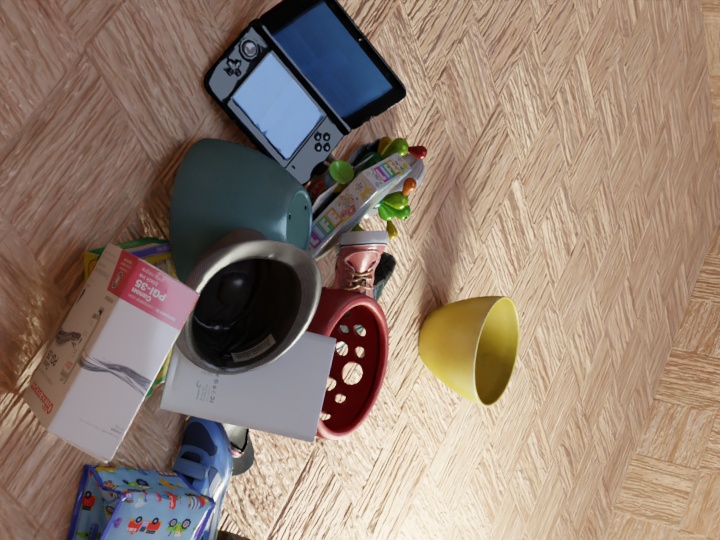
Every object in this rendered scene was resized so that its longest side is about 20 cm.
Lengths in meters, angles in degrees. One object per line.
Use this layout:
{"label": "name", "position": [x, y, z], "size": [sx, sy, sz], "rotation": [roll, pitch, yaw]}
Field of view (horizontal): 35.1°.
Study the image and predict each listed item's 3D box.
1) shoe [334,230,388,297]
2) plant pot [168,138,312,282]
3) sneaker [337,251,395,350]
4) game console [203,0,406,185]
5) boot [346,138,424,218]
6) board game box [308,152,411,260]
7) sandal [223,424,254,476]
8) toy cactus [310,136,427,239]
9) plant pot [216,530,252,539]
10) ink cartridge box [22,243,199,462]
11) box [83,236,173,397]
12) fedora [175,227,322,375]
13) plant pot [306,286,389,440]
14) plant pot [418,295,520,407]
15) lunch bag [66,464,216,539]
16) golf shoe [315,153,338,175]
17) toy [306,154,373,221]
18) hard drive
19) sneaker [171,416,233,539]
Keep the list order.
{"label": "shoe", "position": [0.000, 0.000, 1.611], "size": [0.200, 0.070, 0.093], "rotation": [138, -50, -79]}
{"label": "plant pot", "position": [-0.137, -0.062, 1.437], "size": [0.200, 0.132, 0.204], "rotation": [5, 90, -72]}
{"label": "sneaker", "position": [-0.011, 0.048, 1.806], "size": [0.200, 0.075, 0.080], "rotation": [-48, 149, -31]}
{"label": "game console", "position": [-0.071, -0.235, 1.466], "size": [0.200, 0.118, 0.173], "rotation": [47, 68, -24]}
{"label": "boot", "position": [0.041, -0.166, 1.807], "size": [0.200, 0.073, 0.097], "rotation": [-42, 140, -45]}
{"label": "board game box", "position": [-0.025, -0.076, 1.595], "size": [0.200, 0.034, 0.134], "rotation": [-43, 177, 28]}
{"label": "sandal", "position": [-0.185, 0.216, 1.568], "size": [0.075, 0.044, 0.202], "rotation": [-54, 141, -37]}
{"label": "toy cactus", "position": [0.003, -0.126, 1.686], "size": [0.103, 0.163, 0.201], "rotation": [-76, -170, -48]}
{"label": "plant pot", "position": [-0.162, 0.452, 1.565], "size": [0.174, 0.198, 0.202], "rotation": [50, 55, -34]}
{"label": "ink cartridge box", "position": [-0.272, 0.085, 1.228], "size": [0.082, 0.146, 0.202], "rotation": [31, 83, -27]}
{"label": "box", "position": [-0.277, 0.070, 1.367], "size": [0.117, 0.048, 0.204], "rotation": [-20, 117, -56]}
{"label": "fedora", "position": [-0.142, 0.023, 1.335], "size": [0.174, 0.091, 0.203], "rotation": [3, 124, -26]}
{"label": "plant pot", "position": [-0.082, 0.118, 1.578], "size": [0.200, 0.180, 0.204], "rotation": [-25, 120, -55]}
{"label": "plant pot", "position": [0.190, 0.137, 2.089], "size": [0.199, 0.140, 0.204], "rotation": [-25, 120, -55]}
{"label": "lunch bag", "position": [-0.288, 0.353, 1.394], "size": [0.149, 0.093, 0.203], "rotation": [16, 96, -46]}
{"label": "golf shoe", "position": [-0.074, -0.229, 1.582], "size": [0.077, 0.087, 0.203], "rotation": [-40, 131, -45]}
{"label": "toy", "position": [-0.065, -0.097, 1.595], "size": [0.115, 0.047, 0.200], "rotation": [-41, 178, -34]}
{"label": "hard drive", "position": [-0.139, 0.127, 1.416], "size": [0.025, 0.197, 0.134], "rotation": [168, -64, -75]}
{"label": "sneaker", "position": [-0.223, 0.288, 1.500], "size": [0.082, 0.073, 0.204], "rotation": [1, 97, -57]}
